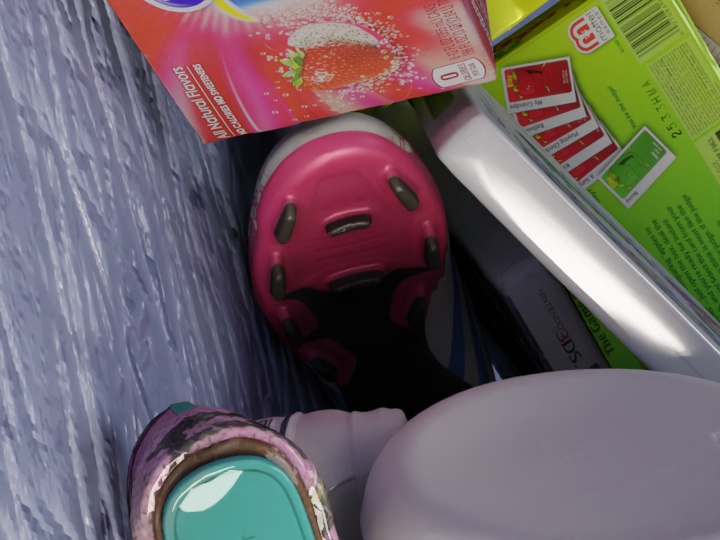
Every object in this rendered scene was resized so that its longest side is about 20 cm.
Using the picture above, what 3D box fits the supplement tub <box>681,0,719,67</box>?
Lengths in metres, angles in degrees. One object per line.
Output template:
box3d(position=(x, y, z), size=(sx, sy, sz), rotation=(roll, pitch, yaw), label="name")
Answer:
box3d(position=(0.170, -0.125, 1.129), size=(0.200, 0.145, 0.144), rotation=(42, 12, 5), label="supplement tub")

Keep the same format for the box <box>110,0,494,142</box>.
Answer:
box3d(position=(-0.035, -0.132, 0.807), size=(0.200, 0.099, 0.096), rotation=(59, 23, -57), label="box")

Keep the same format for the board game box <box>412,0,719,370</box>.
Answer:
box3d(position=(0.117, -0.008, 1.066), size=(0.201, 0.101, 0.048), rotation=(57, -3, -9), label="board game box")

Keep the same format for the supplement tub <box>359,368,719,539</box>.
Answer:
box3d(position=(0.074, 0.145, 0.833), size=(0.145, 0.143, 0.202), rotation=(-70, 159, -67), label="supplement tub")

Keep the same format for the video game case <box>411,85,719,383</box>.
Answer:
box3d(position=(0.095, 0.009, 0.948), size=(0.200, 0.024, 0.182), rotation=(44, 6, -9), label="video game case")

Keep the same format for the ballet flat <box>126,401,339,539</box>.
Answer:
box3d(position=(-0.020, 0.127, 0.772), size=(0.071, 0.069, 0.201), rotation=(-129, -158, -73), label="ballet flat")

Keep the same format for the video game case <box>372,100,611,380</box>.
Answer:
box3d(position=(0.063, 0.022, 1.067), size=(0.182, 0.023, 0.200), rotation=(58, -2, -32), label="video game case")

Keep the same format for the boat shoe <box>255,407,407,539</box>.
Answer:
box3d(position=(0.018, 0.114, 0.924), size=(0.200, 0.065, 0.074), rotation=(61, 21, -52), label="boat shoe")

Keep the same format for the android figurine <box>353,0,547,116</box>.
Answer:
box3d(position=(0.042, -0.111, 0.990), size=(0.041, 0.181, 0.200), rotation=(55, 17, -7), label="android figurine")

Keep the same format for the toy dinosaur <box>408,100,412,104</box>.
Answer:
box3d(position=(0.064, -0.042, 1.199), size=(0.182, 0.104, 0.201), rotation=(52, 30, -55), label="toy dinosaur")

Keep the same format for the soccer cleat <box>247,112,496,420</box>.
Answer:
box3d(position=(0.000, 0.000, 0.975), size=(0.201, 0.069, 0.087), rotation=(70, 3, -51), label="soccer cleat")
